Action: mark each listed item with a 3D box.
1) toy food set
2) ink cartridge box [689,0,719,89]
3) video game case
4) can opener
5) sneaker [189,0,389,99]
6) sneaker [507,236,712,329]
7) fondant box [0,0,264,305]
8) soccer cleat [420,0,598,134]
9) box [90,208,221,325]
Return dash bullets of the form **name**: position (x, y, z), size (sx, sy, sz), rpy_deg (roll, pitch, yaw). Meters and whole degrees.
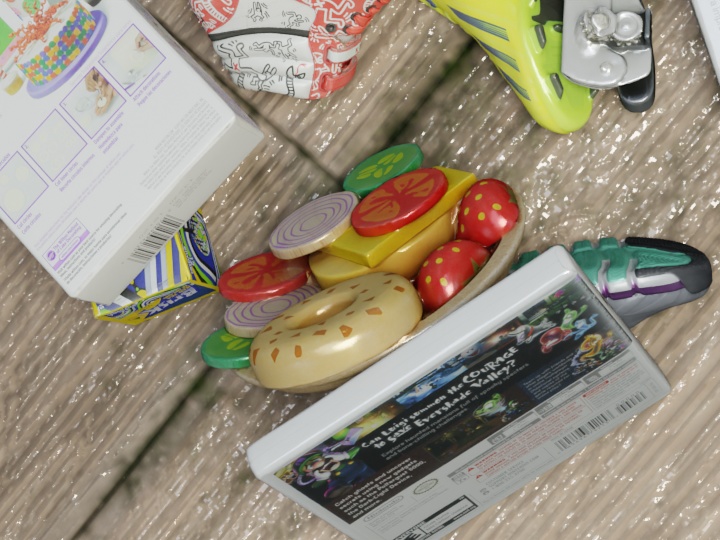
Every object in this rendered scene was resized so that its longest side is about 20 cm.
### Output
- **toy food set**: position (0.000, 0.000, 1.011), size (0.200, 0.198, 0.049), rpy_deg (-38, 115, -18)
- **ink cartridge box**: position (0.280, -0.188, 0.997), size (0.199, 0.084, 0.147), rpy_deg (-19, 79, 12)
- **video game case**: position (0.060, 0.081, 0.980), size (0.199, 0.182, 0.023), rpy_deg (-33, 56, 10)
- **can opener**: position (0.149, -0.194, 1.053), size (0.052, 0.066, 0.202), rpy_deg (0, 75, 13)
- **sneaker**: position (-0.004, -0.167, 1.063), size (0.200, 0.067, 0.108), rpy_deg (-9, 122, 21)
- **sneaker**: position (0.110, 0.036, 1.040), size (0.198, 0.074, 0.088), rpy_deg (-8, 106, 15)
- **fondant box**: position (-0.176, -0.100, 1.063), size (0.144, 0.058, 0.200), rpy_deg (-46, 75, 7)
- **soccer cleat**: position (0.077, -0.166, 1.074), size (0.084, 0.064, 0.201), rpy_deg (-34, 79, 40)
- **box**: position (-0.153, -0.072, 1.116), size (0.070, 0.064, 0.201), rpy_deg (-21, 79, 13)
